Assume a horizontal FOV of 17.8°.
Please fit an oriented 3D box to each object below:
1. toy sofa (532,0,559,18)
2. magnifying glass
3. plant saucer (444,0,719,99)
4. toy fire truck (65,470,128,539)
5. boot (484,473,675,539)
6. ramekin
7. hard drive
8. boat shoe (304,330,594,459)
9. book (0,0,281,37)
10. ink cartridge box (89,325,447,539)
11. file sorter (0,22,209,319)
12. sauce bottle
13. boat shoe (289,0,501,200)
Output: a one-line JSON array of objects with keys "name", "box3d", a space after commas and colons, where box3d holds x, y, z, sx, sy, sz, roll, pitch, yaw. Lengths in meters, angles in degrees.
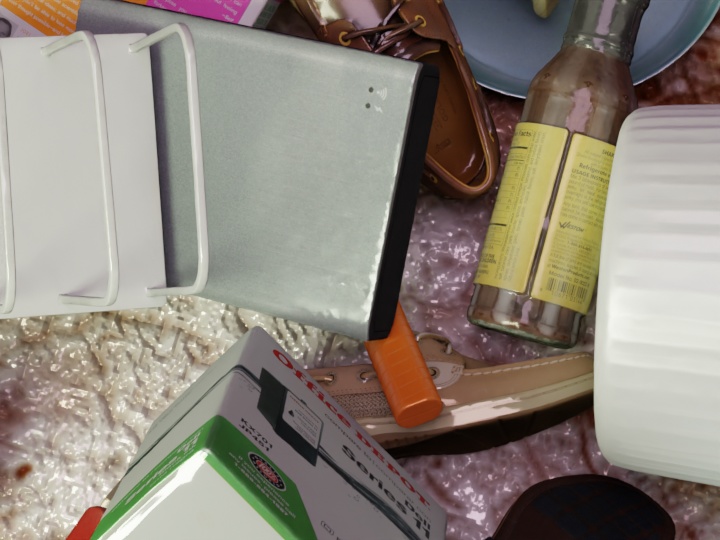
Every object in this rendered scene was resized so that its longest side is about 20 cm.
[{"name": "toy sofa", "box3d": [0.044, -0.232, 1.234, 0.199, 0.098, 0.083, 33, 78, 12]}, {"name": "magnifying glass", "box3d": [0.000, 0.000, 1.197, 0.079, 0.022, 0.201, -20, 49, -3]}, {"name": "plant saucer", "box3d": [0.109, -0.185, 1.282, 0.199, 0.027, 0.202, -1, 74, 2]}, {"name": "toy fire truck", "box3d": [-0.096, 0.181, 1.090, 0.176, 0.128, 0.200, 41, 63, -15]}, {"name": "boot", "box3d": [0.084, 0.167, 1.134, 0.075, 0.200, 0.097, 39, 119, 20]}, {"name": "ramekin", "box3d": [0.173, 0.011, 1.137, 0.097, 0.201, 0.202, 4, 74, 11]}, {"name": "hard drive", "box3d": [-0.065, -0.055, 1.175, 0.199, 0.033, 0.141, 14, 98, 25]}, {"name": "boat shoe", "box3d": [0.029, 0.061, 1.190, 0.199, 0.071, 0.065, -11, 74, 1]}, {"name": "book", "box3d": [-0.123, -0.140, 1.238, 0.133, 0.048, 0.201, 35, 99, 11]}, {"name": "ink cartridge box", "box3d": [-0.037, 0.124, 1.068, 0.083, 0.200, 0.147, -43, 98, 12]}, {"name": "file sorter", "box3d": [-0.179, -0.045, 1.086, 0.199, 0.124, 0.140, -4, 90, -21]}, {"name": "sauce bottle", "box3d": [0.111, -0.061, 1.208, 0.064, 0.065, 0.201, 17, 87, 7]}, {"name": "boat shoe", "box3d": [0.017, -0.123, 1.196, 0.072, 0.068, 0.201, -33, 110, -1]}]
